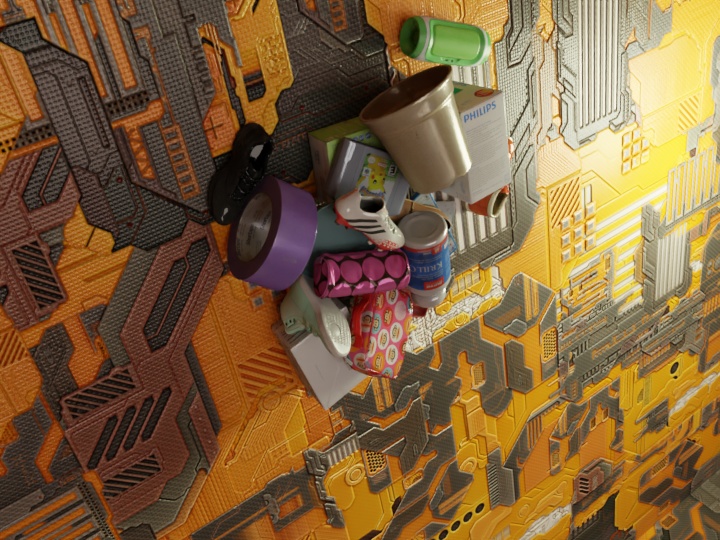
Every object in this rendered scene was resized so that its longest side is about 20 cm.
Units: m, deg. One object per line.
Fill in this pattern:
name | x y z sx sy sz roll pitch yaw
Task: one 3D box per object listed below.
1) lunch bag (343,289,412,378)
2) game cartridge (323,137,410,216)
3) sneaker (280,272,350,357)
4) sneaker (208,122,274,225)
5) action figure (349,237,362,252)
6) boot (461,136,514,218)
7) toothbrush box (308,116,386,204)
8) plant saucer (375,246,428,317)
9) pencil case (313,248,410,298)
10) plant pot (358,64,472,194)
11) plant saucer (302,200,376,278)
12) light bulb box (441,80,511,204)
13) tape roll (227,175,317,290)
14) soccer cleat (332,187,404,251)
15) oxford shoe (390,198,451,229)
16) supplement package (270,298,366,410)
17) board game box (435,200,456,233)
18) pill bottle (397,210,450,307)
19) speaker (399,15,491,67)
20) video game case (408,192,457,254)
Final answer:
lunch bag | 0.034 0.125 1.499 0.175 0.080 0.206 29 70 -52
game cartridge | 0.022 -0.181 1.401 0.196 0.040 0.136 9 112 -39
sneaker | -0.097 0.116 1.425 0.073 0.203 0.119 4 137 -47
sneaker | -0.224 -0.176 1.306 0.075 0.090 0.204 16 103 -39
action figure | -0.072 -0.045 1.474 0.195 0.070 0.133 -8 130 -22
boot | 0.331 -0.222 1.661 0.074 0.107 0.204 21 97 -37
toothbrush box | 0.002 -0.233 1.438 0.196 0.086 0.149 -23 123 -23
plant saucer | 0.086 0.013 1.596 0.194 0.037 0.204 2 120 -25
pencil case | 0.000 0.000 1.407 0.195 0.090 0.097 -8 103 -25
plant pot | 0.122 -0.259 1.333 0.199 0.200 0.186 -36 115 -15
plant saucer | -0.051 -0.066 1.394 0.195 0.028 0.203 -18 139 -16
light bulb box | 0.209 -0.282 1.488 0.123 0.197 0.204 -28 123 -23
tape roll | -0.170 -0.070 1.318 0.084 0.199 0.204 17 101 -36
soccer cleat | 0.032 -0.098 1.339 0.085 0.070 0.198 -36 138 29
oxford shoe | 0.118 -0.115 1.528 0.195 0.071 0.073 -2 113 -32
supplement package | -0.080 0.174 1.551 0.154 0.110 0.203 -36 127 -15
board game box | 0.130 -0.066 1.643 0.196 0.026 0.206 -7 114 -33
pill bottle | 0.141 -0.018 1.502 0.111 0.112 0.203 -31 136 -19
speaker | 0.180 -0.479 1.452 0.196 0.088 0.091 -4 114 -33
video game case | 0.141 -0.077 1.617 0.143 0.018 0.202 -43 128 -12
